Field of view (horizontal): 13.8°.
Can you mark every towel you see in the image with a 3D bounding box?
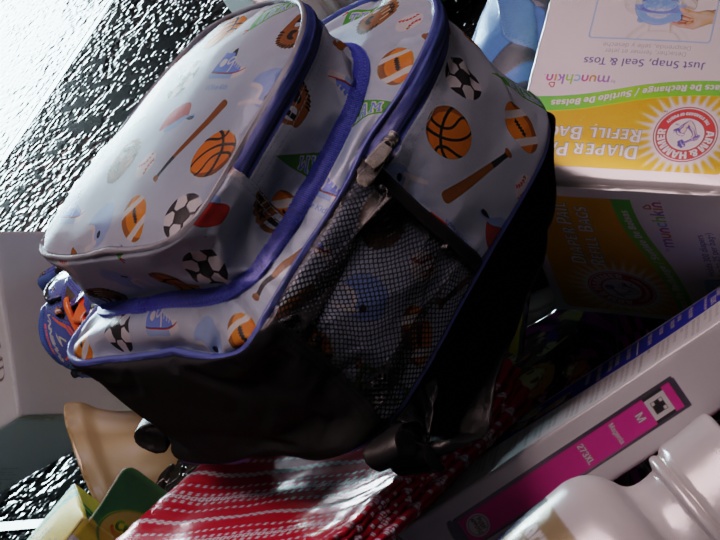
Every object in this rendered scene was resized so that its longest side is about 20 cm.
[{"bbox_3d":[-0.031,0.091,1.203,0.144,0.023,0.200,-10,17,33],"label":"towel"}]

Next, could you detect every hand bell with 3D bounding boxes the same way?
[{"bbox_3d":[-0.033,0.069,1.446,0.199,0.104,0.104,-26,28,1],"label":"hand bell"}]

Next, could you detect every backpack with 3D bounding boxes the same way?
[{"bbox_3d":[-0.021,-0.025,1.194,0.200,0.154,0.191,-1,44,53],"label":"backpack"}]

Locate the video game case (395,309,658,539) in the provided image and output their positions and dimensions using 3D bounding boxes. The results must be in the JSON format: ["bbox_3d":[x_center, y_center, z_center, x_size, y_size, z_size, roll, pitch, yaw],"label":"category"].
[{"bbox_3d":[0.049,0.112,1.301,0.181,0.036,0.200,-29,29,21],"label":"video game case"}]

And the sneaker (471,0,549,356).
[{"bbox_3d":[0.045,-0.053,1.336,0.078,0.066,0.201,5,60,5],"label":"sneaker"}]

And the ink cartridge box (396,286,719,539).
[{"bbox_3d":[0.106,0.055,1.202,0.200,0.037,0.095,-37,2,10],"label":"ink cartridge box"}]

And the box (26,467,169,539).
[{"bbox_3d":[-0.125,0.185,1.293,0.200,0.117,0.048,-49,21,6],"label":"box"}]

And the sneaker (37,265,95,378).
[{"bbox_3d":[-0.112,0.030,1.412,0.078,0.076,0.200,-15,13,-5],"label":"sneaker"}]

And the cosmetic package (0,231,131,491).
[{"bbox_3d":[-0.200,0.056,1.569,0.200,0.071,0.102,-30,65,52],"label":"cosmetic package"}]

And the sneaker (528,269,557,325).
[{"bbox_3d":[0.119,-0.045,1.394,0.200,0.074,0.087,-54,15,-6],"label":"sneaker"}]

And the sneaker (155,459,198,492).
[{"bbox_3d":[-0.079,0.146,1.362,0.200,0.090,0.078,-43,5,21],"label":"sneaker"}]

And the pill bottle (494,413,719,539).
[{"bbox_3d":[0.080,0.148,1.125,0.200,0.111,0.111,-40,27,1],"label":"pill bottle"}]

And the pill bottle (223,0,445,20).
[{"bbox_3d":[0.018,-0.203,1.721,0.200,0.113,0.113,-45,28,-7],"label":"pill bottle"}]

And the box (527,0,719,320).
[{"bbox_3d":[0.142,-0.089,1.299,0.101,0.113,0.201,4,59,20],"label":"box"}]
